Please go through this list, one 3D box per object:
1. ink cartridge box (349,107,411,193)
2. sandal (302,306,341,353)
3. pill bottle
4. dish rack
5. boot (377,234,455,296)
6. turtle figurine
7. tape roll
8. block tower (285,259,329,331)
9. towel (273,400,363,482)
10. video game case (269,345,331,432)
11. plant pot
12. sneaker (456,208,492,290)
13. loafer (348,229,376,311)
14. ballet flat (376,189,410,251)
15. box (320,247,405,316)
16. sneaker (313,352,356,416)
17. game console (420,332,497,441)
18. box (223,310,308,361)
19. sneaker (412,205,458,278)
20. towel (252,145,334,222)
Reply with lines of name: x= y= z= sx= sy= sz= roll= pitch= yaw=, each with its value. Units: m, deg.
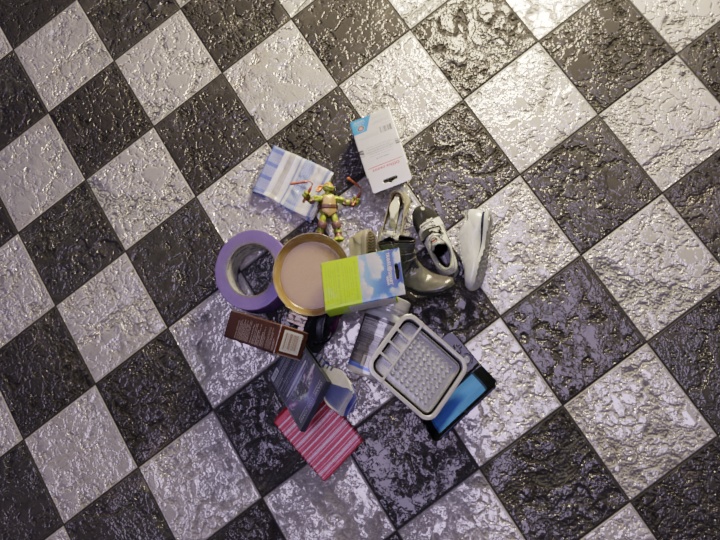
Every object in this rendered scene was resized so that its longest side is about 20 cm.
ink cartridge box: x=0.056 y=-0.300 z=1.682 sx=0.113 sy=0.067 sz=0.206 roll=-18 pitch=77 yaw=6
sandal: x=-0.082 y=0.126 z=1.623 sx=0.203 sy=0.075 sz=0.048 roll=-58 pitch=32 yaw=-4
pill bottle: x=0.049 y=0.161 z=1.579 sx=0.111 sy=0.114 sz=0.206 roll=18 pitch=83 yaw=12
dish rack: x=0.130 y=0.224 z=1.503 sx=0.199 sy=0.044 sz=0.173 roll=39 pitch=75 yaw=4
boot: x=0.131 y=-0.015 z=1.573 sx=0.194 sy=0.068 sz=0.135 roll=5 pitch=113 yaw=28
turtle figurine: x=-0.092 y=-0.158 z=1.677 sx=0.194 sy=0.064 sz=0.167 roll=2 pitch=85 yaw=-24
tape roll: x=-0.270 y=0.005 z=1.676 sx=0.193 sy=0.085 sz=0.207 roll=-2 pitch=79 yaw=10
block tower: x=-0.128 y=0.054 z=1.659 sx=0.056 sy=0.054 sz=0.206 roll=18 pitch=83 yaw=13
towel: x=-0.106 y=0.396 z=1.611 sx=0.145 sy=0.023 sz=0.200 roll=-44 pitch=78 yaw=-2
video game case: x=-0.148 y=0.264 z=1.568 sx=0.200 sy=0.019 sz=0.145 roll=46 pitch=113 yaw=46
plant pot: x=-0.119 y=0.010 z=1.608 sx=0.193 sy=0.028 sz=0.207 roll=0 pitch=81 yaw=-3
sneaker: x=0.275 y=-0.051 z=1.607 sx=0.078 sy=0.076 sz=0.207 roll=6 pitch=76 yaw=22
loafer: x=0.000 y=0.000 z=1.639 sx=0.067 sy=0.075 sz=0.207 roll=1 pitch=85 yaw=33
ballet flat: x=0.079 y=-0.108 z=1.646 sx=0.067 sy=0.069 sz=0.207 roll=11 pitch=82 yaw=11
box: x=0.007 y=0.027 z=1.544 sx=0.193 sy=0.048 sz=0.126 roll=-11 pitch=69 yaw=8
sneaker: x=-0.053 y=0.280 z=1.565 sx=0.081 sy=0.115 sz=0.198 roll=-52 pitch=39 yaw=-2
game console: x=0.197 y=0.268 z=1.533 sx=0.199 sy=0.118 sz=0.172 roll=-41 pitch=77 yaw=0
box: x=-0.234 y=0.158 z=1.592 sx=0.196 sy=0.099 sz=0.077 roll=13 pitch=82 yaw=42
sneaker: x=0.187 y=-0.080 z=1.613 sx=0.073 sy=0.089 sz=0.204 roll=-28 pitch=75 yaw=5
towel: x=-0.180 y=-0.234 z=1.734 sx=0.196 sy=0.024 sz=0.150 roll=26 pitch=84 yaw=13
